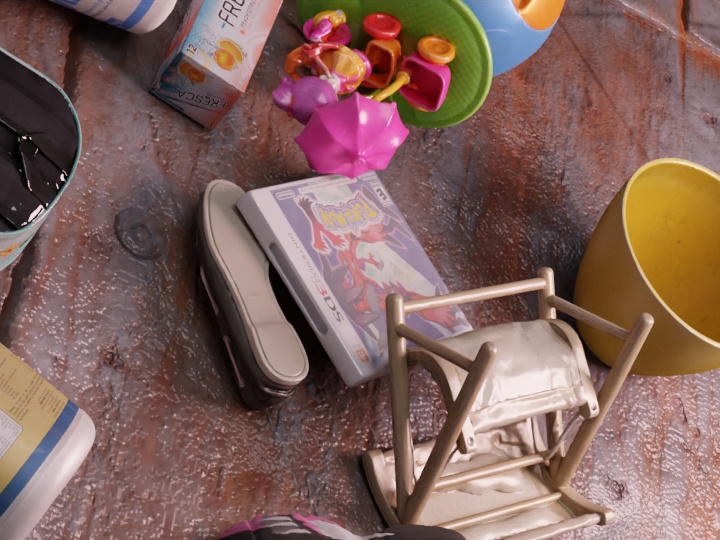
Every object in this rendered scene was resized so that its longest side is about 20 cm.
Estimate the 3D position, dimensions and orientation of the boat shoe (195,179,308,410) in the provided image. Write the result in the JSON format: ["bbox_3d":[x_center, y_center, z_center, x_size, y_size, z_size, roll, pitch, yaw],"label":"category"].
[{"bbox_3d":[-0.100,0.020,1.668,0.066,0.057,0.201,4,54,-39],"label":"boat shoe"}]

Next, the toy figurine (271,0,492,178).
[{"bbox_3d":[-0.009,-0.162,1.793,0.199,0.151,0.184,27,41,13],"label":"toy figurine"}]

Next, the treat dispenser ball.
[{"bbox_3d":[0.096,-0.278,1.911,0.200,0.201,0.202,20,51,-26],"label":"treat dispenser ball"}]

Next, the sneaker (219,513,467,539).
[{"bbox_3d":[-0.013,0.244,1.560,0.198,0.087,0.080,7,17,-11],"label":"sneaker"}]

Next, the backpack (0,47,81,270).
[{"bbox_3d":[-0.312,-0.089,1.501,0.199,0.154,0.177,27,49,-7],"label":"backpack"}]

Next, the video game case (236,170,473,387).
[{"bbox_3d":[0.000,0.000,1.741,0.183,0.023,0.199,58,30,10],"label":"video game case"}]

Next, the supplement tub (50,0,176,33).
[{"bbox_3d":[-0.245,-0.290,1.706,0.199,0.132,0.133,18,51,-26],"label":"supplement tub"}]

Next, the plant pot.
[{"bbox_3d":[0.278,0.019,1.888,0.199,0.142,0.201,19,51,-25],"label":"plant pot"}]

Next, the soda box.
[{"bbox_3d":[-0.117,-0.220,1.804,0.068,0.064,0.201,32,46,-15],"label":"soda box"}]

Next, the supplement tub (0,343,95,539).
[{"bbox_3d":[-0.296,0.101,1.390,0.200,0.145,0.145,40,45,-8],"label":"supplement tub"}]

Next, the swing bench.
[{"bbox_3d":[0.116,0.121,1.685,0.198,0.202,0.129,-8,25,-42],"label":"swing bench"}]
